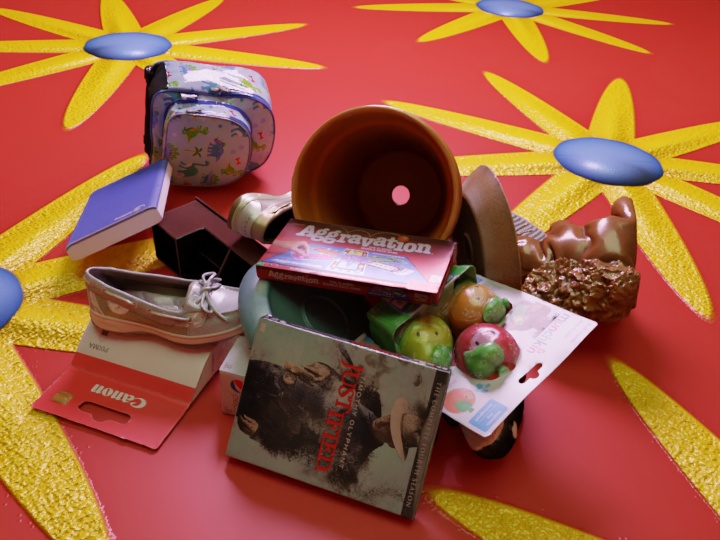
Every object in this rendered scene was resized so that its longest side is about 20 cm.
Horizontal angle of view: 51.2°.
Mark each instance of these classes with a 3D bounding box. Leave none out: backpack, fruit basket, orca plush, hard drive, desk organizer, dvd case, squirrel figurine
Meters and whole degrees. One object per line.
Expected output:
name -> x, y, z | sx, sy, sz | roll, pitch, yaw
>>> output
backpack -> -0.236, -0.225, 1.198 | 0.199, 0.183, 0.147 | -5, 50, -22
fruit basket -> 0.111, 0.066, 0.786 | 0.185, 0.094, 0.200 | -37, 36, -26
orca plush -> 0.146, 0.137, 0.834 | 0.105, 0.071, 0.200 | -42, 25, 12
hard drive -> -0.334, -0.091, 1.057 | 0.131, 0.025, 0.200 | -24, 28, 3
desk organizer -> -0.191, -0.015, 0.989 | 0.077, 0.072, 0.200 | -27, 45, -33
dvd case -> -0.024, 0.139, 0.732 | 0.199, 0.147, 0.022 | 15, 1, 14
squirrel figurine -> 0.251, 0.001, 0.957 | 0.186, 0.142, 0.200 | 4, 31, 11

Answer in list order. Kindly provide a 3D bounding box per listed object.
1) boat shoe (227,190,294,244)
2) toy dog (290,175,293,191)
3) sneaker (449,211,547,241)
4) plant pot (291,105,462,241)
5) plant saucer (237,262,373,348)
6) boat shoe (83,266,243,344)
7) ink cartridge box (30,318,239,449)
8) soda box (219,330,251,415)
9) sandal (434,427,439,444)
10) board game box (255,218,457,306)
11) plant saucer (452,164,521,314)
boat shoe -> -0.086, -0.066, 1.001 | 0.066, 0.074, 0.200 | 35, 30, 28
toy dog -> -0.014, -0.117, 1.126 | 0.199, 0.097, 0.132 | -21, -10, 13
sneaker -> 0.186, -0.048, 1.079 | 0.199, 0.080, 0.079 | 25, 28, -15
plant pot -> 0.036, -0.097, 0.948 | 0.199, 0.201, 0.183 | 13, 9, 13
plant saucer -> -0.044, 0.059, 0.841 | 0.199, 0.027, 0.201 | 27, 39, -24
boat shoe -> -0.210, 0.033, 0.838 | 0.201, 0.065, 0.075 | 6, 35, 10
ink cartridge box -> -0.245, 0.094, 0.847 | 0.160, 0.050, 0.200 | 14, 34, 14
soda box -> -0.093, 0.081, 0.866 | 0.068, 0.064, 0.200 | 11, 36, 10
sandal -> 0.063, 0.121, 0.851 | 0.075, 0.045, 0.201 | 4, 49, 9
board game box -> -0.002, -0.012, 0.818 | 0.199, 0.020, 0.103 | 9, 34, 15
plant saucer -> 0.149, -0.028, 0.931 | 0.035, 0.201, 0.201 | -9, 36, -6
